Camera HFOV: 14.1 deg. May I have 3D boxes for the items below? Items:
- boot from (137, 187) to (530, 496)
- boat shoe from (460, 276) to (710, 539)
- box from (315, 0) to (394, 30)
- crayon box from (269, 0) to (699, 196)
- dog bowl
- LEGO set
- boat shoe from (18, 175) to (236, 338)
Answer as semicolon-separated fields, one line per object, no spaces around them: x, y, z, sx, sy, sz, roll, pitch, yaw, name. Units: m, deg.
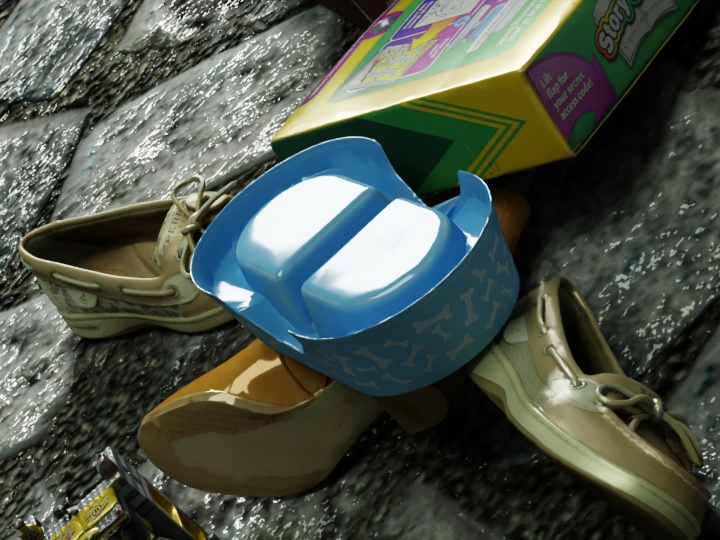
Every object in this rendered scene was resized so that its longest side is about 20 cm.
-0.009;0.032;1.449;0.201;0.071;0.144;-17;34;35;boot
0.104;0.057;1.262;0.063;0.073;0.201;-49;22;2;boat shoe
-0.014;-0.263;1.714;0.166;0.164;0.200;-46;30;-3;box
0.075;-0.115;1.479;0.172;0.058;0.200;-12;28;43;crayon box
0.000;0.000;1.362;0.111;0.050;0.200;-43;28;-15;dog bowl
-0.132;0.179;1.354;0.200;0.116;0.154;-38;30;13;LEGO set
-0.111;-0.008;1.618;0.200;0.063;0.073;-15;40;41;boat shoe
